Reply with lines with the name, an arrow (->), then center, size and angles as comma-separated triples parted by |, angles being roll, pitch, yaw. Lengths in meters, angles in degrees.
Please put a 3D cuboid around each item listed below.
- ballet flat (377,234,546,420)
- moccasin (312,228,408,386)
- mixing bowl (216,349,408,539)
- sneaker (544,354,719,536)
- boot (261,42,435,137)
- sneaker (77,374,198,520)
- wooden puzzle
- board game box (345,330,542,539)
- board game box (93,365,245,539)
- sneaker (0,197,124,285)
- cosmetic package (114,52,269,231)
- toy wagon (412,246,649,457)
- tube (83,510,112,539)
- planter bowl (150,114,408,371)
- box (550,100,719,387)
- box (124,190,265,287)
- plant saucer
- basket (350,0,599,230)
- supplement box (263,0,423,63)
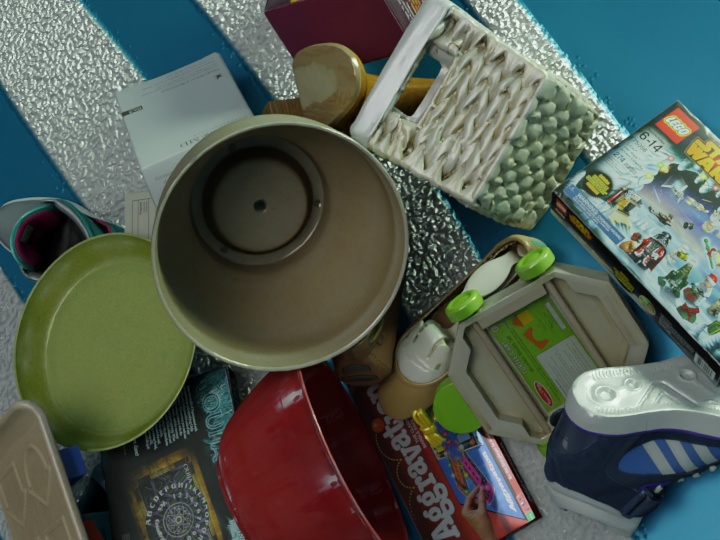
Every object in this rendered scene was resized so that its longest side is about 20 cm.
ballet flat -> 0.080, 0.043, 1.246 | 0.200, 0.063, 0.069 | -47, 65, 3
moccasin -> -0.002, 0.000, 1.272 | 0.073, 0.078, 0.202 | 0, 53, 14
mixing bowl -> -0.051, 0.171, 1.221 | 0.108, 0.200, 0.201 | -26, 71, 8
sneaker -> 0.244, 0.146, 1.166 | 0.199, 0.147, 0.081 | -1, 40, -9
boot -> 0.010, -0.150, 1.238 | 0.201, 0.143, 0.071 | 156, 103, -65
sneaker -> -0.206, 0.186, 1.373 | 0.074, 0.082, 0.201 | 33, 97, 26
wooden puzzle -> -0.274, 0.225, 1.321 | 0.185, 0.046, 0.201 | -39, 73, 56
board game box -> 0.067, 0.150, 1.277 | 0.103, 0.019, 0.201 | -35, 69, 19
board game box -> -0.159, 0.196, 1.304 | 0.134, 0.028, 0.201 | -17, 62, 7
sneaker -> -0.310, -0.032, 1.436 | 0.199, 0.121, 0.084 | 15, 89, 28
cosmetic package -> -0.147, -0.114, 1.315 | 0.112, 0.081, 0.200 | -23, 28, -6
toy wagon -> 0.132, 0.078, 1.202 | 0.199, 0.040, 0.156 | -31, 104, 17
tube -> -0.152, 0.235, 1.328 | 0.199, 0.050, 0.078 | -16, 75, 8
planter bowl -> -0.072, -0.038, 1.178 | 0.201, 0.200, 0.135 | -54, 21, 10
box -> 0.265, -0.025, 1.159 | 0.137, 0.040, 0.200 | -35, 66, -13
box -> -0.118, -0.033, 1.364 | 0.199, 0.078, 0.096 | -5, 81, 26
plant saucer -> -0.226, 0.066, 1.334 | 0.199, 0.031, 0.201 | -8, 73, 25
basket -> 0.102, -0.122, 1.204 | 0.123, 0.200, 0.136 | 33, 98, 20
supplement box -> -0.003, -0.275, 1.289 | 0.110, 0.086, 0.201 | -11, 47, 26
